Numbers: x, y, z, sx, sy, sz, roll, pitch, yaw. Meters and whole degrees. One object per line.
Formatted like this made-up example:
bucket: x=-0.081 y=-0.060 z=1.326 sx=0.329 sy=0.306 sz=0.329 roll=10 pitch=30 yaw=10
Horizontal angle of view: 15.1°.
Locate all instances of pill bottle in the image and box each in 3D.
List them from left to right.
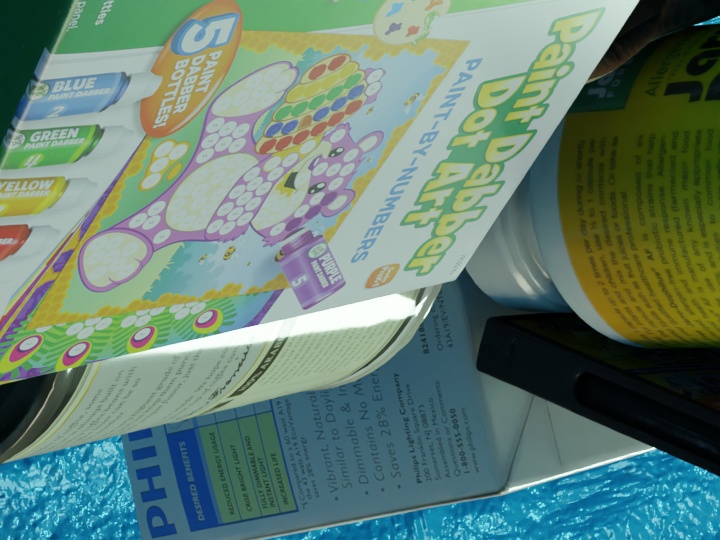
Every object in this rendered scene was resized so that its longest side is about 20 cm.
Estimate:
pill bottle: x=0.130 y=-0.029 z=0.931 sx=0.199 sy=0.114 sz=0.112 roll=-2 pitch=-174 yaw=45

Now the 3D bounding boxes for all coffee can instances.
coffee can: x=-0.082 y=-0.018 z=0.890 sx=0.146 sy=0.147 sz=0.199 roll=-16 pitch=176 yaw=36

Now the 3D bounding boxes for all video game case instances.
video game case: x=0.172 y=0.054 z=1.001 sx=0.180 sy=0.026 sz=0.199 roll=23 pitch=-164 yaw=40

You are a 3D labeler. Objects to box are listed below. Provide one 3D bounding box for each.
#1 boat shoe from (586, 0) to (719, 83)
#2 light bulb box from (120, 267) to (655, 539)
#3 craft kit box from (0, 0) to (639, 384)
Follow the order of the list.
boat shoe: x=0.056 y=-0.094 z=0.882 sx=0.074 sy=0.075 sz=0.202 roll=-9 pitch=-179 yaw=38
light bulb box: x=0.000 y=0.000 z=1.104 sx=0.199 sy=0.200 sz=0.124 roll=-15 pitch=176 yaw=42
craft kit box: x=-0.019 y=-0.056 z=0.704 sx=0.197 sy=0.049 sz=0.200 roll=-16 pitch=150 yaw=-37
